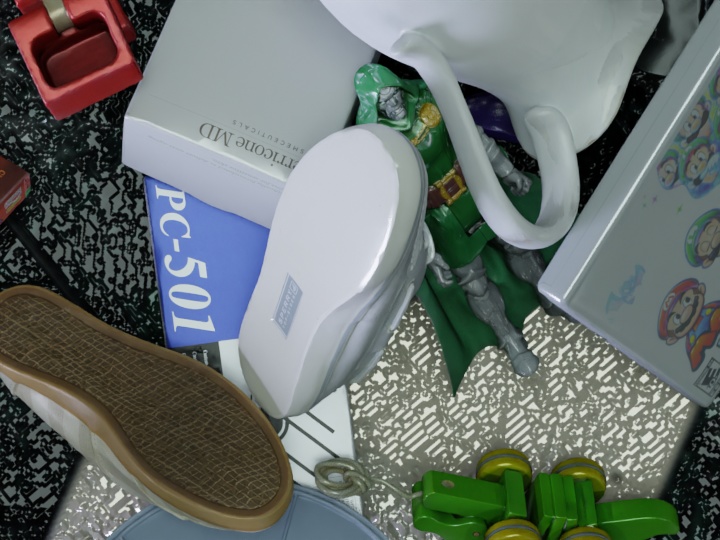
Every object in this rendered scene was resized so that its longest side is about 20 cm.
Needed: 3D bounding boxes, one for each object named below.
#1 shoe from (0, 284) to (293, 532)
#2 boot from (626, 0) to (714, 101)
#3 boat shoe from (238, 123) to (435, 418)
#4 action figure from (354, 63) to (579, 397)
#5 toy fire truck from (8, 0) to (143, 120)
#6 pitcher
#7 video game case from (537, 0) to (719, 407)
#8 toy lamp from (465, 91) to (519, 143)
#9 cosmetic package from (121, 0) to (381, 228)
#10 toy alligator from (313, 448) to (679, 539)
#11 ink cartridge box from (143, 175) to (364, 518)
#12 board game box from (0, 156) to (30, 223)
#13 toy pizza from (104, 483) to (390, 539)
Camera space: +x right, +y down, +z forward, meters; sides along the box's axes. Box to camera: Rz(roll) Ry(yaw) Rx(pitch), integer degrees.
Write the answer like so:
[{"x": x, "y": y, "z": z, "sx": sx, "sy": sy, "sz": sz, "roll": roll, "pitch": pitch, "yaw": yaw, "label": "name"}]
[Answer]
[{"x": -0.112, "y": 0.074, "z": 1.102, "sx": 0.199, "sy": 0.054, "sz": 0.070, "roll": 33, "pitch": 67, "yaw": 24, "label": "shoe"}, {"x": 0.216, "y": -0.167, "z": 1.127, "sx": 0.196, "sy": 0.073, "sz": 0.164, "roll": 5, "pitch": 90, "yaw": 4, "label": "boot"}, {"x": 0.000, "y": 0.000, "z": 1.036, "sx": 0.068, "sy": 0.201, "sz": 0.072, "roll": -19, "pitch": 56, "yaw": -33, "label": "boat shoe"}, {"x": 0.049, "y": -0.031, "z": 1.086, "sx": 0.118, "sy": 0.055, "sz": 0.200, "roll": -46, "pitch": 127, "yaw": -10, "label": "action figure"}, {"x": -0.162, "y": -0.163, "z": 1.077, "sx": 0.048, "sy": 0.141, "sz": 0.201, "roll": -26, "pitch": 79, "yaw": 0, "label": "toy fire truck"}, {"x": 0.049, "y": -0.121, "z": 1.000, "sx": 0.200, "sy": 0.121, "sz": 0.173, "roll": 39, "pitch": 50, "yaw": -37, "label": "pitcher"}, {"x": 0.187, "y": -0.042, "z": 1.086, "sx": 0.024, "sy": 0.182, "sz": 0.201, "roll": 33, "pitch": 91, "yaw": 37, "label": "video game case"}, {"x": 0.093, "y": -0.170, "z": 1.133, "sx": 0.058, "sy": 0.058, "sz": 0.202, "roll": 12, "pitch": 90, "yaw": 0, "label": "toy lamp"}, {"x": -0.037, "y": -0.132, "z": 1.097, "sx": 0.107, "sy": 0.085, "sz": 0.201, "roll": 21, "pitch": 73, "yaw": -1, "label": "cosmetic package"}, {"x": 0.068, "y": 0.132, "z": 1.133, "sx": 0.198, "sy": 0.060, "sz": 0.055, "roll": 7, "pitch": 133, "yaw": -10, "label": "toy alligator"}, {"x": -0.056, "y": 0.044, "z": 1.140, "sx": 0.093, "sy": 0.044, "sz": 0.202, "roll": -8, "pitch": 90, "yaw": -2, "label": "ink cartridge box"}, {"x": -0.268, "y": -0.003, "z": 1.089, "sx": 0.102, "sy": 0.020, "sz": 0.200, "roll": 30, "pitch": 58, "yaw": 14, "label": "board game box"}, {"x": -0.057, "y": 0.204, "z": 1.080, "sx": 0.198, "sy": 0.032, "sz": 0.202, "roll": 1, "pitch": 66, "yaw": -3, "label": "toy pizza"}]
